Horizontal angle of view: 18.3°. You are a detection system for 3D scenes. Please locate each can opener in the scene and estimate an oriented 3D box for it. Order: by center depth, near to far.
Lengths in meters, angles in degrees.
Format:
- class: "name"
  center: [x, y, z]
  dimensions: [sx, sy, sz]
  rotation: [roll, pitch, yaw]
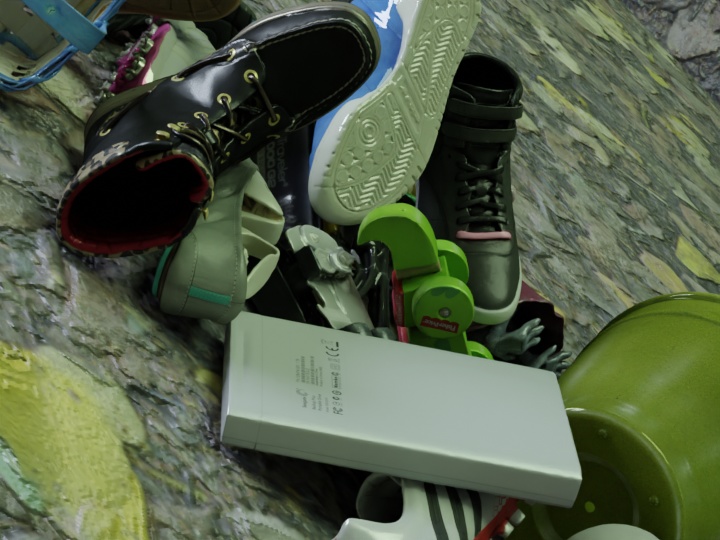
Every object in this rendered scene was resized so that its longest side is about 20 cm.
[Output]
- class: "can opener"
  center: [-0.005, 0.059, 1.375]
  dimensions: [0.053, 0.066, 0.200]
  rotation: [10, 47, -54]

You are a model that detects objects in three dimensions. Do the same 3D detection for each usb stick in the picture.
- class: "usb stick"
  center: [-0.052, -0.075, 1.501]
  dimensions: [0.200, 0.055, 0.033]
  rotation: [-93, 158, -45]

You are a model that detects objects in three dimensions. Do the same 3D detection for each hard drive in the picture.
- class: "hard drive"
  center: [0.020, 0.078, 1.277]
  dimensions: [0.199, 0.027, 0.132]
  rotation: [11, 24, -7]

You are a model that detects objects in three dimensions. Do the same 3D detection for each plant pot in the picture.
- class: "plant pot"
  center: [0.184, 0.129, 1.444]
  dimensions: [0.200, 0.200, 0.193]
  rotation: [49, 30, 14]

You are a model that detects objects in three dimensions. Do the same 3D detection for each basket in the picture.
- class: "basket"
  center: [-0.219, -0.197, 1.329]
  dimensions: [0.176, 0.139, 0.200]
  rotation: [43, 8, -8]

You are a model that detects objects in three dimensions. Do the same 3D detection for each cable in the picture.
- class: "cable"
  center: [0.000, 0.000, 1.493]
  dimensions: [0.097, 0.050, 0.200]
  rotation: [32, 40, -33]

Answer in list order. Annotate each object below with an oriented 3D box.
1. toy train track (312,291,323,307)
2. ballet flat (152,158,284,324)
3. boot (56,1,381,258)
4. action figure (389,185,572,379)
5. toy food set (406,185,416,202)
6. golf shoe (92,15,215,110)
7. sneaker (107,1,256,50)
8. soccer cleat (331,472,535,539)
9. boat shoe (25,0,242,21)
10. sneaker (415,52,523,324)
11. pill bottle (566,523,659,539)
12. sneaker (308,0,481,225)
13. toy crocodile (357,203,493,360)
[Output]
- class: "toy train track"
  center: [-0.051, -0.044, 1.535]
  dimensions: [0.115, 0.033, 0.200]
  rotation: [25, 27, -46]
- class: "ballet flat"
  center: [-0.078, -0.021, 1.357]
  dimensions: [0.064, 0.068, 0.200]
  rotation: [16, 25, 0]
- class: "boot"
  center: [-0.085, -0.081, 1.301]
  dimensions: [0.151, 0.200, 0.073]
  rotation: [-76, 144, -64]
- class: "action figure"
  center: [0.054, 0.015, 1.586]
  dimensions: [0.149, 0.134, 0.200]
  rotation: [-31, 57, -30]
- class: "toy food set"
  center: [-0.010, -0.107, 1.712]
  dimensions: [0.200, 0.049, 0.198]
  rotation: [44, 12, 11]
- class: "golf shoe"
  center: [-0.121, -0.120, 1.485]
  dimensions: [0.091, 0.075, 0.200]
  rotation: [40, 19, -11]
- class: "sneaker"
  center: [-0.150, -0.201, 1.606]
  dimensions: [0.200, 0.073, 0.082]
  rotation: [22, 26, -53]
- class: "soccer cleat"
  center: [0.043, 0.137, 1.268]
  dimensions: [0.085, 0.069, 0.200]
  rotation: [39, 27, 4]
- class: "boat shoe"
  center: [-0.167, -0.204, 1.477]
  dimensions: [0.199, 0.072, 0.065]
  rotation: [9, 12, 8]
- class: "sneaker"
  center: [0.076, -0.064, 1.501]
  dimensions: [0.070, 0.099, 0.200]
  rotation: [2, 50, -12]
- class: "pill bottle"
  center: [0.153, 0.229, 1.238]
  dimensions: [0.112, 0.112, 0.200]
  rotation: [38, 19, -20]
- class: "sneaker"
  center: [-0.002, -0.117, 1.496]
  dimensions: [0.077, 0.200, 0.111]
  rotation: [35, -21, -33]
- class: "toy crocodile"
  center: [0.050, 0.048, 1.421]
  dimensions: [0.068, 0.062, 0.200]
  rotation: [-94, 169, -61]
